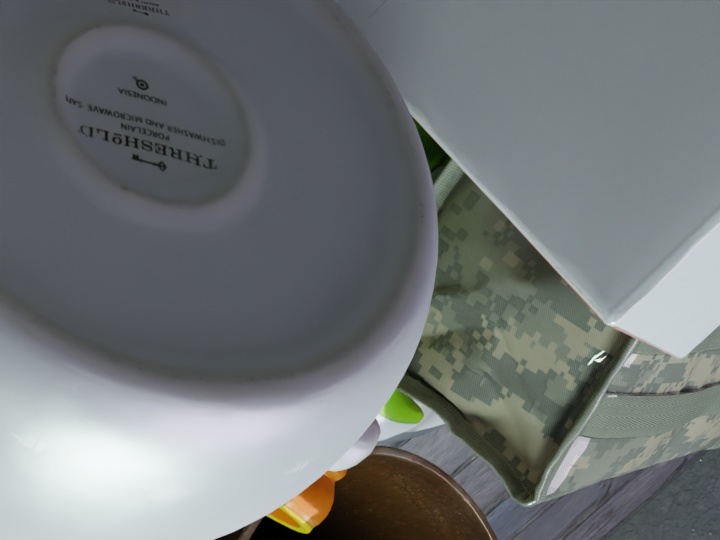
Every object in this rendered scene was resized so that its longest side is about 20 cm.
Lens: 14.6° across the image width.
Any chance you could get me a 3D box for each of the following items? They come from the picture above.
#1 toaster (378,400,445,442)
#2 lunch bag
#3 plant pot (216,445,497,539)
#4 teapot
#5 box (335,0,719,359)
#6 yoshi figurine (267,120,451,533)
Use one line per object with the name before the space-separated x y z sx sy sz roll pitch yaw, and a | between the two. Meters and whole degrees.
toaster | 0.048 -0.015 1.238 0.129 0.114 0.200 -52 162 29
lunch bag | 0.114 -0.028 1.034 0.164 0.117 0.201 -8 132 -59
plant pot | -0.063 0.172 1.255 0.199 0.188 0.187 -3 -159 46
teapot | -0.089 0.000 0.738 0.197 0.200 0.146 -42 177 -47
box | 0.056 -0.084 0.842 0.106 0.200 0.152 -44 166 6
yoshi figurine | -0.012 -0.009 1.086 0.201 0.112 0.112 -59 166 -13
